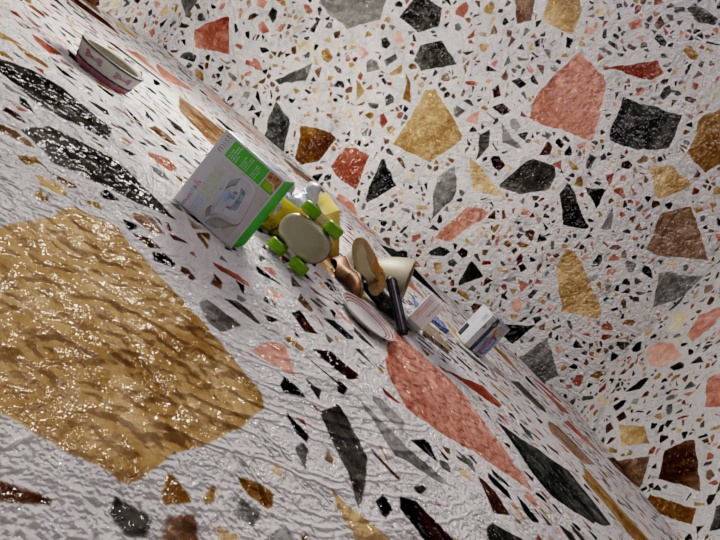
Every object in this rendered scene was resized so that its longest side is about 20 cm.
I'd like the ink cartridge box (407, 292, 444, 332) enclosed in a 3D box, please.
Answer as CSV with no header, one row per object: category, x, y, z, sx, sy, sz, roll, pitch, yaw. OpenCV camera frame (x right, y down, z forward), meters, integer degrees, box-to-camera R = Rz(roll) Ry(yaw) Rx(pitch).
ink cartridge box,0.223,0.148,1.765,0.067,0.117,0.200,45,-7,8

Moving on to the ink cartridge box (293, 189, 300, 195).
ink cartridge box,-0.264,-0.279,2.066,0.116,0.068,0.200,44,11,13

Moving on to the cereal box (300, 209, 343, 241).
cereal box,-0.153,-0.136,1.645,0.144,0.040,0.200,40,-24,-13

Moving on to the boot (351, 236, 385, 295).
boot,0.029,-0.022,1.631,0.144,0.071,0.201,-62,134,-73

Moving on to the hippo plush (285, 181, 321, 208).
hippo plush,-0.247,-0.251,1.874,0.161,0.200,0.159,13,-11,-17

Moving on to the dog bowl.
dog bowl,-0.786,-0.633,1.583,0.200,0.074,0.200,40,9,-7

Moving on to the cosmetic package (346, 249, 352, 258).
cosmetic package,0.035,0.007,1.947,0.200,0.071,0.105,34,11,-35

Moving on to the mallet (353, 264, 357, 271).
mallet,0.000,0.000,1.754,0.200,0.041,0.066,80,4,-77

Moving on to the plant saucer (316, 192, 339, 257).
plant saucer,-0.127,-0.164,1.879,0.048,0.200,0.200,-8,30,-18

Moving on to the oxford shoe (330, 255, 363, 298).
oxford shoe,-0.046,0.023,1.641,0.071,0.071,0.200,0,34,-27

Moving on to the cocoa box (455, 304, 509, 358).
cocoa box,0.588,0.294,2.452,0.131,0.200,0.133,39,9,-18

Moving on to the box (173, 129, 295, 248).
box,-0.285,-0.184,1.162,0.176,0.200,0.097,42,10,0

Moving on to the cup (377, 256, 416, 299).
cup,0.099,0.032,1.825,0.143,0.201,0.200,21,7,9

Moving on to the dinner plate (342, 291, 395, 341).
dinner plate,0.018,0.136,1.454,0.200,0.024,0.200,39,10,-8

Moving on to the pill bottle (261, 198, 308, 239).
pill bottle,-0.229,-0.152,1.507,0.200,0.109,0.109,34,12,-37

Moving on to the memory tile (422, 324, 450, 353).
memory tile,0.279,0.245,2.012,0.153,0.017,0.200,38,9,-18

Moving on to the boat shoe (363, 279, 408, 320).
boat shoe,0.077,0.105,1.711,0.200,0.070,0.066,53,39,4

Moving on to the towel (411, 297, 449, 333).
towel,0.320,0.204,2.336,0.200,0.024,0.145,40,9,-10

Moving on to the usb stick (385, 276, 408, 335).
usb stick,0.120,0.114,1.667,0.055,0.033,0.200,33,41,-60

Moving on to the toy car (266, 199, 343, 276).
toy car,-0.143,-0.078,1.424,0.158,0.164,0.200,42,-3,7
